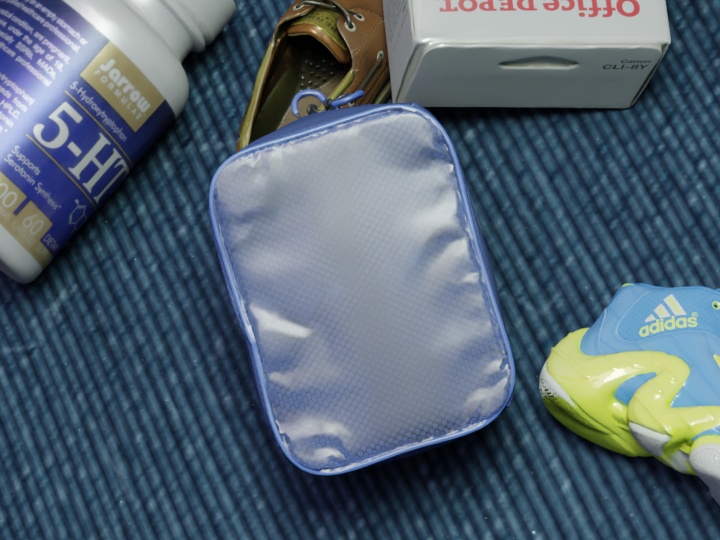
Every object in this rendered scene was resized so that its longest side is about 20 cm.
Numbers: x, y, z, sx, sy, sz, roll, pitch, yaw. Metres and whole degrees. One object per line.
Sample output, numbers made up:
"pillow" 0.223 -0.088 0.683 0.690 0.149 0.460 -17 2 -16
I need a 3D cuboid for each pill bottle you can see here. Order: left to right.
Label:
"pill bottle" -0.168 -0.104 1.416 0.120 0.120 0.200 37 81 22

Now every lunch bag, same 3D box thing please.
"lunch bag" 0.000 0.000 1.318 0.135 0.132 0.201 -14 90 2

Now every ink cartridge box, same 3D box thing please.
"ink cartridge box" 0.083 -0.195 1.395 0.144 0.083 0.201 -1 67 -10

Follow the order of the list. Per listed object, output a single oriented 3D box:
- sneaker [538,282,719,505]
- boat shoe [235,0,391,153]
"sneaker" 0.193 0.064 1.292 0.199 0.076 0.105 27 75 25
"boat shoe" -0.013 -0.126 1.418 0.072 0.068 0.201 14 72 19
